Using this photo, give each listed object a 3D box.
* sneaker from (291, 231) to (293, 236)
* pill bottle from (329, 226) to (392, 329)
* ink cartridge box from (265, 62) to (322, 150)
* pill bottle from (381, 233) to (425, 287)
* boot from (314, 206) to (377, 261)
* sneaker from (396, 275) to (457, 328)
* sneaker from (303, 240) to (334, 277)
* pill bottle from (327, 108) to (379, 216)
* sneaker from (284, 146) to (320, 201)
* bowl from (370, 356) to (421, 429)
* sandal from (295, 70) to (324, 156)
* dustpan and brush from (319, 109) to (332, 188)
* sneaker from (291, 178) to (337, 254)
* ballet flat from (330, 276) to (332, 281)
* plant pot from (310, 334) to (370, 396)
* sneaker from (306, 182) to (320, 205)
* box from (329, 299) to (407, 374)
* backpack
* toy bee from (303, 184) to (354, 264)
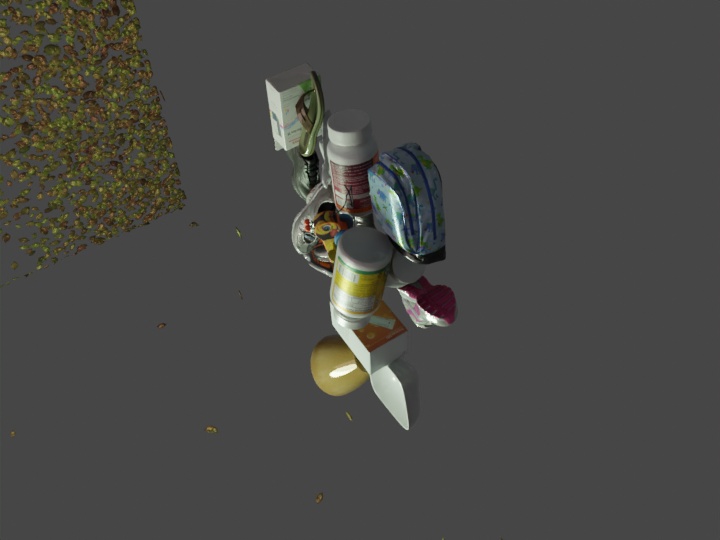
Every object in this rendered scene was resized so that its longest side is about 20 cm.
[{"bbox_3d":[-0.128,-0.129,1.641,0.074,0.081,0.200,55,-164,-7],"label":"sneaker"},{"bbox_3d":[-0.004,0.022,1.272,0.113,0.111,0.203,50,145,34],"label":"pill bottle"},{"bbox_3d":[-0.149,-0.367,1.484,0.067,0.116,0.202,46,154,32],"label":"ink cartridge box"},{"bbox_3d":[0.060,-0.022,1.369,0.199,0.111,0.115,10,124,67],"label":"pill bottle"},{"bbox_3d":[-0.040,-0.099,1.519,0.196,0.070,0.134,-8,112,27],"label":"boot"},{"bbox_3d":[0.149,0.079,1.328,0.200,0.080,0.090,41,153,64],"label":"sneaker"},{"bbox_3d":[-0.090,-0.058,1.685,0.077,0.114,0.200,25,-172,-31],"label":"sneaker"},{"bbox_3d":[-0.013,-0.224,1.319,0.110,0.108,0.203,45,153,41],"label":"pill bottle"},{"bbox_3d":[-0.141,-0.268,1.657,0.090,0.075,0.204,20,135,52],"label":"sneaker"},{"bbox_3d":[0.099,0.303,1.717,0.199,0.074,0.203,42,151,47],"label":"bowl"},{"bbox_3d":[-0.121,-0.344,1.412,0.081,0.056,0.204,-112,29,-44],"label":"sandal"},{"bbox_3d":[-0.071,-0.250,1.413,0.202,0.056,0.142,-107,9,-46],"label":"dustpan and brush"},{"bbox_3d":[-0.107,-0.115,1.480,0.202,0.073,0.083,-63,27,30],"label":"sneaker"},{"bbox_3d":[-0.057,0.004,1.792,0.203,0.073,0.074,62,160,13],"label":"ballet flat"},{"bbox_3d":[-0.028,0.271,1.886,0.199,0.184,0.190,-26,90,58],"label":"plant pot"},{"bbox_3d":[-0.054,-0.141,1.598,0.201,0.075,0.105,48,-157,-18],"label":"sneaker"},{"bbox_3d":[0.021,0.149,1.655,0.200,0.123,0.099,48,155,36],"label":"box"},{"bbox_3d":[0.087,-0.131,1.160,0.164,0.150,0.203,54,147,43],"label":"backpack"},{"bbox_3d":[-0.063,-0.088,1.325,0.132,0.106,0.205,-103,6,-64],"label":"toy bee"}]
